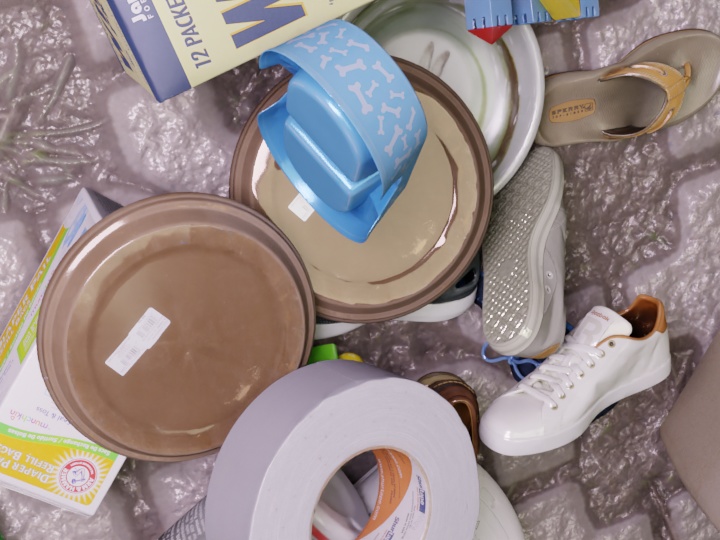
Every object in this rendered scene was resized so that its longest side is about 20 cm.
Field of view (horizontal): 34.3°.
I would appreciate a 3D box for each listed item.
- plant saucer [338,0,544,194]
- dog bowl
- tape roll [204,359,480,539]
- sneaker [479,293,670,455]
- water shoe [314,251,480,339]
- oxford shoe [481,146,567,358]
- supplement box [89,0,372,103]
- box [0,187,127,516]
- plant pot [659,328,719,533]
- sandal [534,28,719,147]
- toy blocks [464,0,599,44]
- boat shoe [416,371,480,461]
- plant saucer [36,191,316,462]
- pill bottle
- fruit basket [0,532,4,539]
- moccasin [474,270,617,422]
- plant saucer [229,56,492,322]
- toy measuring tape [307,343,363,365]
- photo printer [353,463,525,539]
[{"bbox_3d":[0.048,-0.140,0.928,0.198,0.050,0.202,-6,107,-19],"label":"plant saucer"},{"bbox_3d":[-0.011,-0.088,0.745,0.050,0.200,0.112,-40,83,-13],"label":"dog bowl"},{"bbox_3d":[-0.009,0.169,0.837,0.199,0.066,0.202,-7,103,-34],"label":"tape roll"},{"bbox_3d":[0.172,0.076,0.947,0.199,0.073,0.085,-26,124,-30],"label":"sneaker"},{"bbox_3d":[0.000,0.000,0.932,0.198,0.072,0.079,-7,126,-19],"label":"water shoe"},{"bbox_3d":[0.139,-0.012,0.949,0.058,0.075,0.201,33,50,-32],"label":"oxford shoe"},{"bbox_3d":[-0.086,-0.225,0.771,0.199,0.200,0.135,-27,111,-9],"label":"supplement box"},{"bbox_3d":[-0.202,0.058,0.862,0.101,0.112,0.201,28,95,-26],"label":"box"},{"bbox_3d":[0.397,0.152,1.072,0.199,0.177,0.201,28,95,-24],"label":"plant pot"},{"bbox_3d":[0.231,-0.148,0.990,0.198,0.054,0.081,-17,111,-15],"label":"sandal"},{"bbox_3d":[0.140,-0.247,0.884,0.199,0.099,0.138,-17,104,-43],"label":"toy blocks"},{"bbox_3d":[0.059,0.186,0.950,0.071,0.068,0.202,7,94,-12],"label":"boat shoe"},{"bbox_3d":[-0.122,0.046,0.811,0.198,0.029,0.202,-7,111,-18],"label":"plant saucer"},{"bbox_3d":[-0.098,0.233,0.941,0.200,0.114,0.114,-42,116,11],"label":"pill bottle"},{"bbox_3d":[-0.312,0.224,0.825,0.094,0.200,0.185,-46,114,-1],"label":"fruit basket"},{"bbox_3d":[0.161,0.075,1.017,0.200,0.080,0.068,37,89,-24],"label":"moccasin"},{"bbox_3d":[0.002,-0.059,0.865,0.198,0.029,0.202,-1,99,-4],"label":"plant saucer"},{"bbox_3d":[-0.093,0.100,0.949,0.198,0.074,0.074,-12,110,-1],"label":"toy measuring tape"},{"bbox_3d":[0.043,0.251,1.033,0.200,0.069,0.167,-42,113,-4],"label":"photo printer"}]
